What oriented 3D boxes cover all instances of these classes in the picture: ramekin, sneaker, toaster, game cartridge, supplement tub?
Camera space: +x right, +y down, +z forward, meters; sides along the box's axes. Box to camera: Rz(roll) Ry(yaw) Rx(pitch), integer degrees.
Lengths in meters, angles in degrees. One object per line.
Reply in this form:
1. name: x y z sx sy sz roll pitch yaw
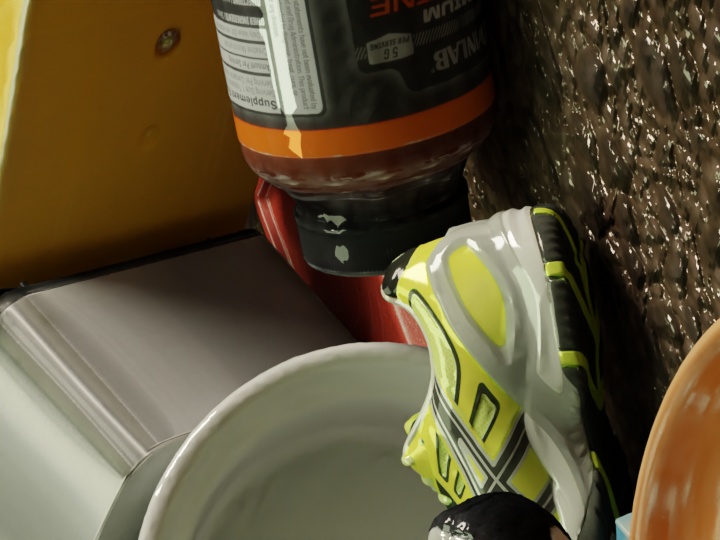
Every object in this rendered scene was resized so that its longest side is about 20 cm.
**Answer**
1. ramekin: 0.006 0.138 0.894 0.098 0.199 0.202 113 138 -76
2. sneaker: 0.059 0.078 0.825 0.075 0.076 0.202 -21 -78 -74
3. toaster: -0.111 0.089 1.010 0.119 0.199 0.182 41 124 26
4. game cartridge: -0.106 -0.068 0.997 0.032 0.176 0.201 36 125 30
5. supplement tub: -0.005 -0.103 0.844 0.107 0.106 0.202 -143 39 -62

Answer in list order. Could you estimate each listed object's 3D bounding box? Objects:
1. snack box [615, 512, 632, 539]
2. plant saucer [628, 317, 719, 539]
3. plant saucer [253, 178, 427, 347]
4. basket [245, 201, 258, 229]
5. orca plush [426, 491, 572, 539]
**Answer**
1. snack box: 0.138 0.195 0.787 0.116 0.037 0.201 -135 33 -56
2. plant saucer: 0.140 0.104 0.627 0.200 0.037 0.202 -178 90 -67
3. plant saucer: 0.000 0.000 1.042 0.200 0.036 0.201 123 128 -68
4. basket: -0.128 -0.026 1.140 0.200 0.138 0.178 -62 -25 -63
5. orca plush: 0.085 0.151 0.757 0.105 0.071 0.201 -8 114 58
